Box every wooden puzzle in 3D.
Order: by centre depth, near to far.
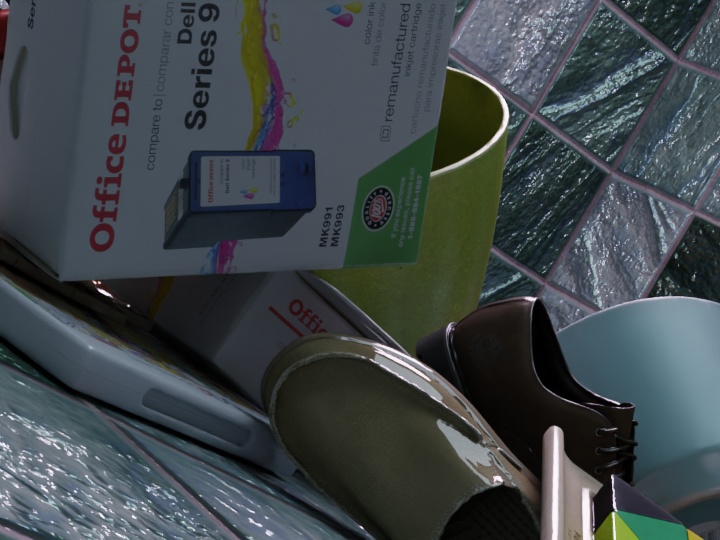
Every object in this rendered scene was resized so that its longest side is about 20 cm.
[{"bbox_3d":[0.155,0.158,0.893,0.200,0.037,0.185,40,16,-6],"label":"wooden puzzle"}]

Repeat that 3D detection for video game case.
[{"bbox_3d":[-0.140,0.023,0.987,0.199,0.023,0.182,32,0,35],"label":"video game case"}]

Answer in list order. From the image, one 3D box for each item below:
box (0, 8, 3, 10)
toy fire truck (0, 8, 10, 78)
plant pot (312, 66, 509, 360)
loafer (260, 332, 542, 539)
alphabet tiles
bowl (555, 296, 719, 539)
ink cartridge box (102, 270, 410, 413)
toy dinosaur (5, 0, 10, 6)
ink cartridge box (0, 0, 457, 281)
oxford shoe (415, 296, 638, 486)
[{"bbox_3d":[-0.295,-0.135,1.265,0.148,0.125,0.200,32,0,30],"label":"box"},{"bbox_3d":[-0.140,-0.107,1.195,0.199,0.113,0.168,-12,4,36],"label":"toy fire truck"},{"bbox_3d":[0.000,0.000,1.262,0.186,0.201,0.187,-3,28,1],"label":"plant pot"},{"bbox_3d":[0.038,0.100,0.945,0.199,0.076,0.067,35,7,6],"label":"loafer"},{"bbox_3d":[-0.192,-0.027,1.034,0.167,0.008,0.200,32,0,-35],"label":"alphabet tiles"},{"bbox_3d":[0.157,0.125,1.105,0.200,0.201,0.105,31,20,-37],"label":"bowl"},{"bbox_3d":[-0.055,0.033,1.091,0.117,0.067,0.200,43,-11,-37],"label":"ink cartridge box"},{"bbox_3d":[-0.241,-0.218,1.227,0.135,0.086,0.200,39,9,16],"label":"toy dinosaur"},{"bbox_3d":[-0.064,-0.078,0.980,0.199,0.146,0.087,-1,19,-32],"label":"ink cartridge box"},{"bbox_3d":[0.103,0.104,1.005,0.201,0.084,0.073,65,21,11],"label":"oxford shoe"}]
